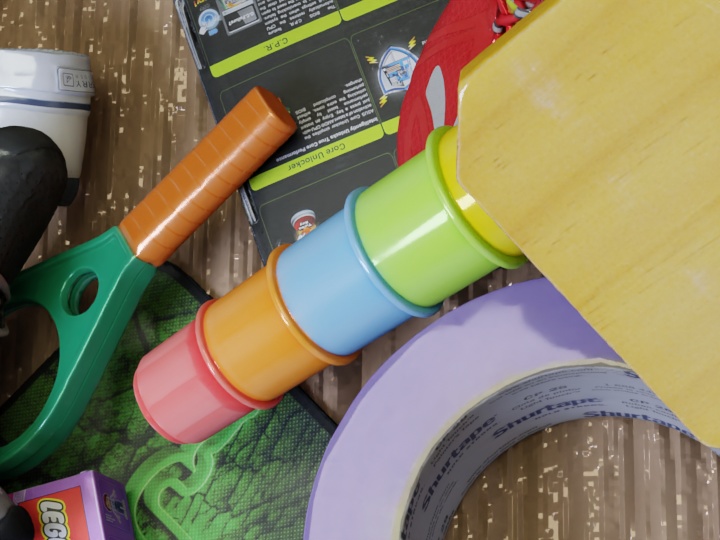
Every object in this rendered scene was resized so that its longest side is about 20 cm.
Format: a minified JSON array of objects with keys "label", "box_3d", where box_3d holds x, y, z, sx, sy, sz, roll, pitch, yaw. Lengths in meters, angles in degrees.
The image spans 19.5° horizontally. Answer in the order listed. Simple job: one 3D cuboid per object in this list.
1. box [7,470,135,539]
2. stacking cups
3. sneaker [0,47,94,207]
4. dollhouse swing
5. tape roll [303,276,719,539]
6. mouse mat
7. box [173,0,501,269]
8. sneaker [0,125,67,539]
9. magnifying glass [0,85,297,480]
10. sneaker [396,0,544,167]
[{"label":"box","box_3d":[-0.140,0.190,0.797,0.137,0.039,0.200,-16,72,10]},{"label":"stacking cups","box_3d":[0.000,0.000,0.760,0.200,0.060,0.061,-32,67,31]},{"label":"sneaker","box_3d":[-0.207,-0.059,0.875,0.200,0.073,0.071,3,90,22]},{"label":"dollhouse swing","box_3d":[0.154,-0.073,0.699,0.200,0.182,0.176,45,124,-13]},{"label":"tape roll","box_3d":[0.085,0.107,0.746,0.200,0.085,0.200,-3,74,11]},{"label":"mouse mat","box_3d":[-0.099,0.112,0.834,0.200,0.008,0.161,-46,70,-1]},{"label":"box","box_3d":[0.035,-0.095,0.841,0.200,0.048,0.193,-23,73,6]},{"label":"sneaker","box_3d":[-0.149,0.050,0.794,0.115,0.075,0.200,35,88,26]},{"label":"magnifying glass","box_3d":[-0.101,0.005,0.828,0.200,0.022,0.080,-45,50,15]},{"label":"sneaker","box_3d":[0.062,-0.105,0.756,0.077,0.085,0.200,31,102,19]}]
